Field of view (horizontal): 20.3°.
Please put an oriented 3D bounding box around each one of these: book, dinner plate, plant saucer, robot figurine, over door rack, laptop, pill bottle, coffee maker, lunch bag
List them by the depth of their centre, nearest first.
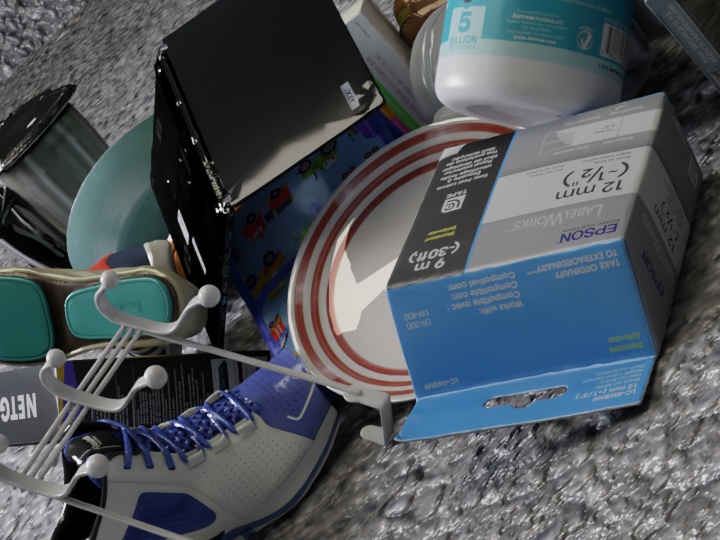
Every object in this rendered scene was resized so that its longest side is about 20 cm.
[{"bbox_3d":[-0.093,0.087,1.137,0.067,0.199,0.148,100,-163,-50],"label":"over door rack"},{"bbox_3d":[0.111,-0.188,1.178,0.111,0.110,0.201,1,81,65],"label":"pill bottle"},{"bbox_3d":[0.044,-0.005,1.224,0.199,0.024,0.201,-18,52,25],"label":"dinner plate"},{"bbox_3d":[0.111,-0.141,1.317,0.200,0.113,0.170,-24,15,46],"label":"robot figurine"},{"bbox_3d":[0.000,0.000,1.328,0.150,0.094,0.200,-43,34,9],"label":"lunch bag"},{"bbox_3d":[-0.069,-0.083,1.348,0.103,0.201,0.178,-8,45,-17],"label":"laptop"},{"bbox_3d":[-0.030,-0.085,1.463,0.200,0.134,0.048,-37,14,19],"label":"book"},{"bbox_3d":[-0.132,-0.044,1.567,0.200,0.200,0.036,-44,53,3],"label":"plant saucer"},{"bbox_3d":[-0.235,-0.047,1.710,0.135,0.200,0.192,-44,19,-6],"label":"coffee maker"}]

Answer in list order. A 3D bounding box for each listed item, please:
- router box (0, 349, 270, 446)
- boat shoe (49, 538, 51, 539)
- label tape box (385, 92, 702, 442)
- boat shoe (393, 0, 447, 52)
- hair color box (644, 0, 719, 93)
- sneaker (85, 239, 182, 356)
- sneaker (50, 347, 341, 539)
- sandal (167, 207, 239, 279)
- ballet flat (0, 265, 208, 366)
[{"bbox_3d":[-0.173,0.090,1.377,0.200,0.156,0.053,-12,82,58],"label":"router box"},{"bbox_3d":[-0.182,0.200,1.298,0.200,0.071,0.063,-68,-12,-45],"label":"boat shoe"},{"bbox_3d":[0.095,-0.003,1.080,0.143,0.066,0.200,-12,31,28],"label":"label tape box"},{"bbox_3d":[0.118,-0.210,1.420,0.199,0.072,0.068,-23,61,-4],"label":"boat shoe"},{"bbox_3d":[0.221,-0.181,1.192,0.061,0.099,0.200,-33,22,26],"label":"hair color box"},{"bbox_3d":[-0.177,0.031,1.468,0.084,0.075,0.200,-14,-18,-11],"label":"sneaker"},{"bbox_3d":[-0.112,0.118,1.203,0.199,0.115,0.081,-46,37,-5],"label":"sneaker"},{"bbox_3d":[-0.080,-0.054,1.431,0.207,0.079,0.059,-59,7,27],"label":"sandal"},{"bbox_3d":[-0.191,0.027,1.344,0.199,0.070,0.070,0,39,24],"label":"ballet flat"}]
